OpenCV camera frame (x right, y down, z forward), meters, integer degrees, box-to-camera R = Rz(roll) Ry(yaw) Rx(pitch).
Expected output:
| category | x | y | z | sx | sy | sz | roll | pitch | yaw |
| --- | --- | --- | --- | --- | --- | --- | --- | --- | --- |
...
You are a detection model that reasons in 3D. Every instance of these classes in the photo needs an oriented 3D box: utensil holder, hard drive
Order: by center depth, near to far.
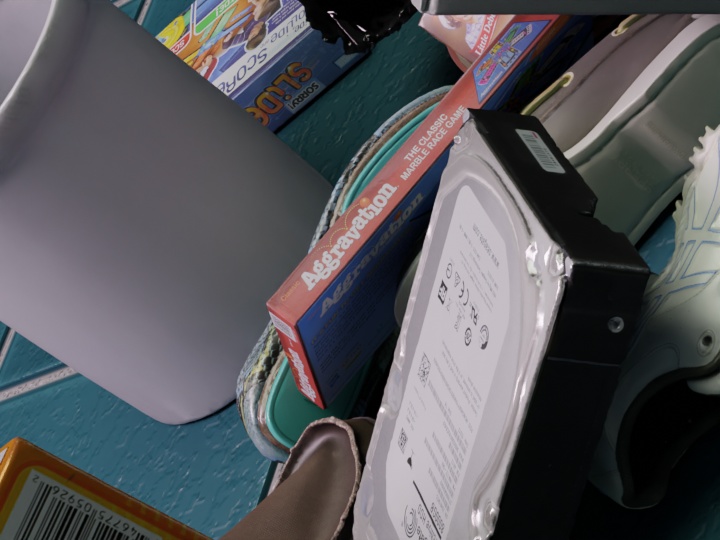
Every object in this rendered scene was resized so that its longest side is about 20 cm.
| category | x | y | z | sx | sy | sz | roll | pitch | yaw |
| --- | --- | --- | --- | --- | --- | --- | --- | --- | --- |
| hard drive | 0.048 | 0.055 | 0.968 | 0.140 | 0.038 | 0.201 | -117 | 36 | -59 |
| utensil holder | -0.134 | -0.037 | 1.272 | 0.170 | 0.200 | 0.170 | -36 | 32 | 27 |

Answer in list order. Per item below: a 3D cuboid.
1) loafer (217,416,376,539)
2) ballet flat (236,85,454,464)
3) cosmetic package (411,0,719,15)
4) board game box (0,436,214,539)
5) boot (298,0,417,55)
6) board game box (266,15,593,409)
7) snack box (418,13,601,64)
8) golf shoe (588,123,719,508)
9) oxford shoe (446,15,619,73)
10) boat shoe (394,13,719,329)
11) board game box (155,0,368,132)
| category | x | y | z | sx | sy | sz | roll | pitch | yaw |
| --- | --- | --- | --- | --- | --- | --- | --- | --- | --- |
| loafer | -0.045 | 0.143 | 1.069 | 0.073 | 0.071 | 0.200 | -6 | 53 | 54 |
| ballet flat | 0.000 | 0.000 | 1.176 | 0.200 | 0.074 | 0.074 | -57 | 28 | -14 |
| cosmetic package | 0.110 | -0.159 | 1.044 | 0.107 | 0.199 | 0.090 | -123 | 38 | -62 |
| board game box | -0.102 | 0.210 | 0.892 | 0.200 | 0.200 | 0.200 | -35 | 28 | 62 |
| boot | 0.060 | -0.194 | 1.237 | 0.198 | 0.073 | 0.162 | -33 | 9 | 47 |
| board game box | 0.035 | -0.035 | 1.102 | 0.019 | 0.103 | 0.200 | 36 | 75 | 19 |
| snack box | 0.104 | -0.176 | 1.147 | 0.200 | 0.072 | 0.024 | -60 | -15 | 26 |
| golf shoe | 0.149 | 0.008 | 0.942 | 0.200 | 0.078 | 0.097 | -52 | 32 | 21 |
| oxford shoe | 0.121 | -0.165 | 1.201 | 0.200 | 0.071 | 0.074 | -43 | -2 | 28 |
| boat shoe | 0.093 | -0.044 | 1.078 | 0.202 | 0.072 | 0.060 | -41 | 30 | 9 |
| board game box | -0.079 | -0.115 | 1.453 | 0.200 | 0.034 | 0.136 | -38 | 32 | 26 |
